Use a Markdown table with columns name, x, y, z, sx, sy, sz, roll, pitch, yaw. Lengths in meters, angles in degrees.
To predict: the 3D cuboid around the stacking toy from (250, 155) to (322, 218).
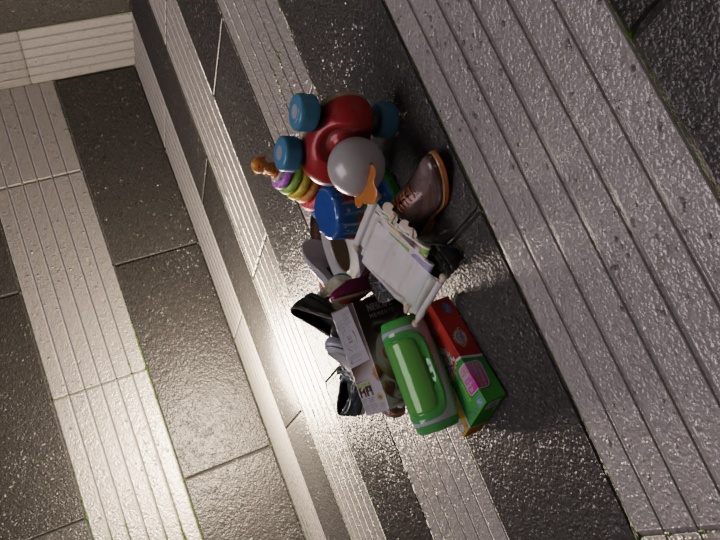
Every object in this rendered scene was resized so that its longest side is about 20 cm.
| name | x | y | z | sx | sy | sz | roll | pitch | yaw |
| --- | --- | --- | --- | --- | --- | --- | --- | --- | --- |
| stacking toy | -0.148 | -0.197 | 1.599 | 0.116 | 0.199 | 0.110 | -59 | 40 | 19 |

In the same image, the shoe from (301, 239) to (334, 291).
| name | x | y | z | sx | sy | sz | roll | pitch | yaw |
| --- | --- | --- | --- | --- | --- | --- | --- | --- | --- |
| shoe | -0.076 | 0.021 | 1.701 | 0.200 | 0.071 | 0.091 | 51 | 145 | 36 |

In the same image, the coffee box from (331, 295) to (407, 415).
| name | x | y | z | sx | sy | sz | roll | pitch | yaw |
| --- | --- | --- | --- | --- | --- | --- | --- | --- | --- |
| coffee box | 0.040 | 0.149 | 1.391 | 0.080 | 0.114 | 0.201 | -29 | 79 | 53 |

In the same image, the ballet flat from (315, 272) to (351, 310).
| name | x | y | z | sx | sy | sz | roll | pitch | yaw |
| --- | --- | --- | --- | --- | --- | --- | --- | --- | --- |
| ballet flat | -0.068 | 0.071 | 1.577 | 0.200 | 0.067 | 0.063 | 125 | 152 | -58 |

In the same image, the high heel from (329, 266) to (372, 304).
| name | x | y | z | sx | sy | sz | roll | pitch | yaw |
| --- | --- | --- | --- | --- | --- | --- | --- | --- | --- |
| high heel | 0.000 | 0.000 | 1.405 | 0.067 | 0.199 | 0.097 | -33 | 80 | 40 |

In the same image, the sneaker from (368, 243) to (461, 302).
| name | x | y | z | sx | sy | sz | roll | pitch | yaw |
| --- | --- | --- | --- | --- | --- | --- | --- | --- | --- |
| sneaker | 0.101 | -0.006 | 1.301 | 0.200 | 0.089 | 0.079 | -21 | 91 | 50 |

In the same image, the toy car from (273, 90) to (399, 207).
| name | x | y | z | sx | sy | sz | roll | pitch | yaw |
| --- | --- | --- | --- | --- | --- | --- | --- | --- | --- |
| toy car | -0.021 | -0.175 | 1.254 | 0.177 | 0.183 | 0.201 | -61 | 39 | 43 |

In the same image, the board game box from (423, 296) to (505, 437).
| name | x | y | z | sx | sy | sz | roll | pitch | yaw |
| --- | --- | --- | --- | --- | --- | --- | --- | --- | --- |
| board game box | 0.167 | 0.169 | 1.321 | 0.201 | 0.040 | 0.153 | 62 | 157 | 28 |

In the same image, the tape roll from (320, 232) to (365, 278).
| name | x | y | z | sx | sy | sz | roll | pitch | yaw |
| --- | --- | --- | --- | --- | --- | --- | --- | --- | --- |
| tape roll | -0.014 | -0.054 | 1.571 | 0.203 | 0.070 | 0.203 | 51 | 150 | 44 |

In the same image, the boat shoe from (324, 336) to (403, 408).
| name | x | y | z | sx | sy | sz | roll | pitch | yaw |
| --- | --- | --- | --- | --- | --- | --- | --- | --- | --- |
| boat shoe | 0.014 | 0.197 | 1.448 | 0.067 | 0.199 | 0.074 | -66 | 9 | -25 |

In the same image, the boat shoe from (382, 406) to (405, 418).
| name | x | y | z | sx | sy | sz | roll | pitch | yaw |
| --- | --- | --- | --- | --- | --- | --- | --- | --- | --- |
| boat shoe | 0.043 | 0.225 | 1.647 | 0.201 | 0.075 | 0.072 | 61 | 155 | 25 |

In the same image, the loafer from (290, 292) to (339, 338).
| name | x | y | z | sx | sy | sz | roll | pitch | yaw |
| --- | --- | --- | --- | --- | --- | --- | --- | --- | --- |
| loafer | -0.054 | 0.113 | 1.491 | 0.199 | 0.063 | 0.072 | 29 | 126 | 31 |

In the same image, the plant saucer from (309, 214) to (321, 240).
| name | x | y | z | sx | sy | sz | roll | pitch | yaw |
| --- | --- | --- | --- | --- | --- | --- | --- | --- | --- |
| plant saucer | -0.066 | -0.048 | 1.767 | 0.200 | 0.032 | 0.201 | 52 | 151 | 43 |

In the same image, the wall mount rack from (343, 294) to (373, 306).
| name | x | y | z | sx | sy | sz | roll | pitch | yaw |
| --- | --- | --- | --- | --- | --- | --- | --- | --- | --- |
| wall mount rack | 0.049 | 0.115 | 1.551 | 0.174 | 0.075 | 0.200 | 40 | 160 | -5 |

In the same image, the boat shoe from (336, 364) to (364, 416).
| name | x | y | z | sx | sy | sz | roll | pitch | yaw |
| --- | --- | --- | --- | --- | --- | --- | --- | --- | --- |
| boat shoe | -0.020 | 0.230 | 1.635 | 0.073 | 0.061 | 0.201 | -133 | 40 | -56 |

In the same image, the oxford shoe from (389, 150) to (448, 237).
| name | x | y | z | sx | sy | sz | roll | pitch | yaw |
| --- | --- | --- | --- | --- | --- | --- | --- | --- | --- |
| oxford shoe | 0.092 | -0.114 | 1.239 | 0.072 | 0.072 | 0.201 | 61 | 157 | 29 |

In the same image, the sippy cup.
| name | x | y | z | sx | sy | sz | roll | pitch | yaw |
| --- | --- | --- | --- | --- | --- | --- | --- | --- | --- |
| sippy cup | -0.011 | -0.114 | 1.399 | 0.178 | 0.130 | 0.141 | -34 | 71 | 60 |

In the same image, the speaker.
| name | x | y | z | sx | sy | sz | roll | pitch | yaw |
| --- | --- | --- | --- | --- | --- | --- | --- | --- | --- |
| speaker | 0.103 | 0.178 | 1.315 | 0.201 | 0.088 | 0.088 | 70 | 160 | 7 |

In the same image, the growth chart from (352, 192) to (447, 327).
| name | x | y | z | sx | sy | sz | roll | pitch | yaw |
| --- | --- | --- | --- | --- | --- | --- | --- | --- | --- |
| growth chart | 0.062 | -0.020 | 1.256 | 0.200 | 0.018 | 0.145 | 50 | 134 | 18 |
